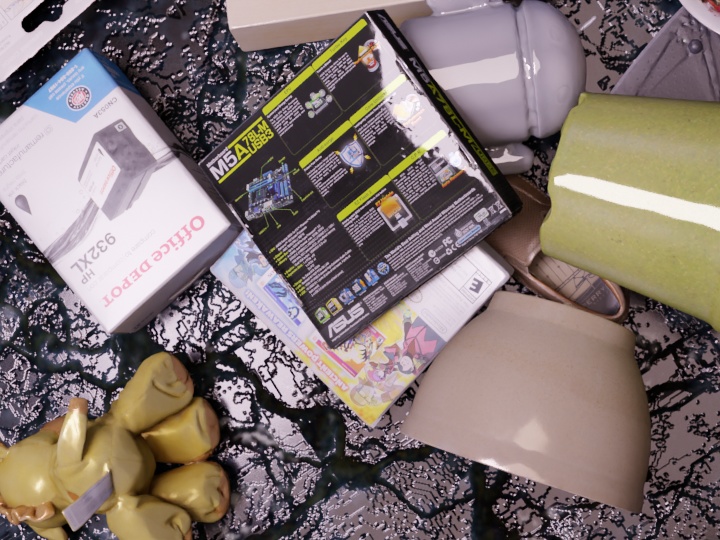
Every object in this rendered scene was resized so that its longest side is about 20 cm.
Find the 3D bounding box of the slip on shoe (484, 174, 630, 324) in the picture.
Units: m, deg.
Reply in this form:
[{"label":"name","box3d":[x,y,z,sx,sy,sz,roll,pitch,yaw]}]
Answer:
[{"label":"slip on shoe","box3d":[0.148,-0.022,1.014,0.076,0.061,0.200,-44,85,3]}]

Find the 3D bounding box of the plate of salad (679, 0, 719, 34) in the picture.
[{"label":"plate of salad","box3d":[0.351,-0.277,0.983,0.198,0.048,0.202,-4,69,12]}]

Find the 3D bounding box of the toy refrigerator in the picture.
[{"label":"toy refrigerator","box3d":[-0.015,-0.248,1.033,0.197,0.070,0.077,-8,82,4]}]

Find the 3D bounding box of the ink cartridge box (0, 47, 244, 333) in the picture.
[{"label":"ink cartridge box","box3d":[-0.218,-0.066,1.040,0.145,0.084,0.200,-40,86,3]}]

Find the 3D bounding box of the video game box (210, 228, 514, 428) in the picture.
[{"label":"video game box","box3d":[0.000,0.000,1.019,0.200,0.047,0.182,44,104,5]}]

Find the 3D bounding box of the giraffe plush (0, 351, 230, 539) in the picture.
[{"label":"giraffe plush","box3d":[-0.232,0.173,1.013,0.161,0.199,0.175,-12,91,34]}]

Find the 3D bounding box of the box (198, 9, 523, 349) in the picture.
[{"label":"box","box3d":[-0.003,-0.069,0.951,0.199,0.047,0.194,-38,85,26]}]

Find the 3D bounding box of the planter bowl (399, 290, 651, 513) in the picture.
[{"label":"planter bowl","box3d":[0.144,0.096,0.949,0.198,0.200,0.136,17,84,6]}]

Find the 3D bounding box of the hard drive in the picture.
[{"label":"hard drive","box3d":[0.264,-0.108,1.014,0.134,0.042,0.201,36,93,5]}]

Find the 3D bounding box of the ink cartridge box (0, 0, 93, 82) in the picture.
[{"label":"ink cartridge box","box3d":[-0.323,-0.294,1.078,0.161,0.050,0.201,-40,89,3]}]

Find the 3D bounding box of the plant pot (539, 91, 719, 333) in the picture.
[{"label":"plant pot","box3d":[0.241,-0.054,0.913,0.182,0.200,0.203,15,90,17]}]

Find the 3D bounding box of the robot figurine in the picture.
[{"label":"robot figurine","box3d":[0.100,-0.160,0.986,0.197,0.113,0.171,-7,112,7]}]
